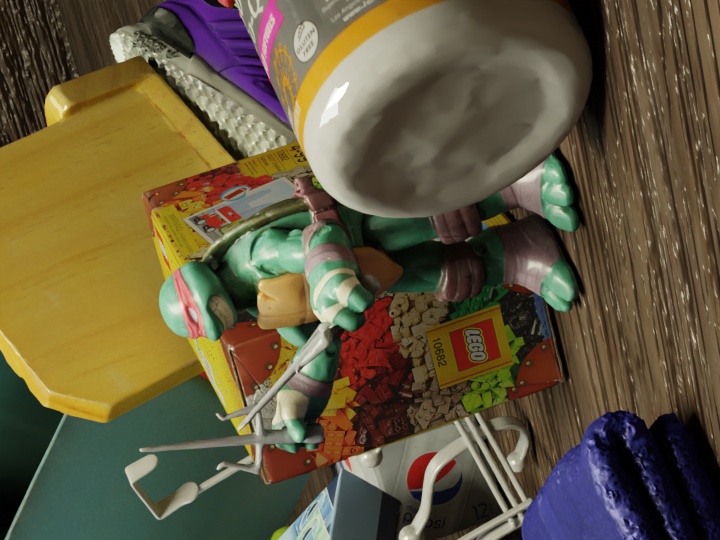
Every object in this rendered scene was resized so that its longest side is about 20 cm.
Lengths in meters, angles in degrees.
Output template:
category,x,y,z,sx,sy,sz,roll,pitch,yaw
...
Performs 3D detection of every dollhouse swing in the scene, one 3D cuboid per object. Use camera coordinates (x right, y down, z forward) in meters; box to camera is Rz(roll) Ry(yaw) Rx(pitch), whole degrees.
category,x,y,z,sx,sy,sz,roll,pitch,yaw
dollhouse swing,-0.128,0.018,1.570,0.200,0.176,0.182,48,161,22

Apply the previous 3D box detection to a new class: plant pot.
category,x,y,z,sx,sy,sz,roll,pitch,yaw
plant pot,-0.139,0.112,1.688,0.200,0.142,0.141,28,177,-38

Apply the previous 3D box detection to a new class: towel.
category,x,y,z,sx,sy,sz,roll,pitch,yaw
towel,0.126,0.138,1.185,0.148,0.049,0.200,62,170,12

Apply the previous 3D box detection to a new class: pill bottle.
category,x,y,z,sx,sy,sz,roll,pitch,yaw
pill bottle,0.003,-0.128,1.122,0.116,0.116,0.200,83,166,-55

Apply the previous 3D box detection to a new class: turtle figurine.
category,x,y,z,sx,sy,sz,roll,pitch,yaw
turtle figurine,-0.009,0.009,1.215,0.150,0.200,0.101,98,151,-73

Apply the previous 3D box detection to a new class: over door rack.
category,x,y,z,sx,sy,sz,roll,pitch,yaw
over door rack,-0.005,0.127,1.461,0.148,0.200,0.067,-119,10,-51

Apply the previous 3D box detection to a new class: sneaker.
category,x,y,z,sx,sy,sz,roll,pitch,yaw
sneaker,-0.044,-0.105,1.598,0.200,0.099,0.070,38,154,33

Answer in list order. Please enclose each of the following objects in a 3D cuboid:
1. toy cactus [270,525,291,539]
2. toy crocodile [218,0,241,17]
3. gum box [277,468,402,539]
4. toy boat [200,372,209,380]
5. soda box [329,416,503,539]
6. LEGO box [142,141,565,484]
category,x,y,z,sx,sy,sz,roll,pitch,yaw
toy cactus,0.019,0.200,1.631,0.200,0.102,0.165,41,173,19
toy crocodile,-0.031,-0.133,1.371,0.200,0.062,0.068,35,150,34
gum box,-0.057,0.228,1.528,0.044,0.200,0.170,31,-145,-16
toy boat,-0.070,0.016,1.772,0.131,0.131,0.200,34,169,0
soda box,0.024,0.108,1.692,0.200,0.068,0.064,-147,38,-78
LEGO box,-0.008,0.007,1.387,0.200,0.149,0.077,-127,19,-63
